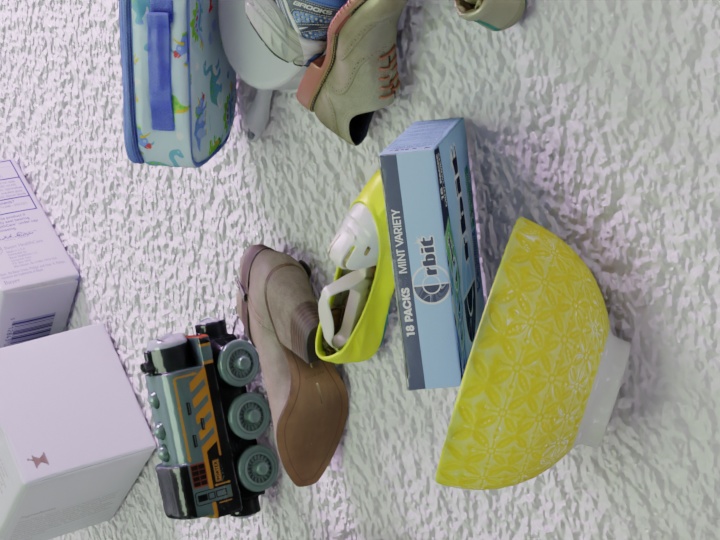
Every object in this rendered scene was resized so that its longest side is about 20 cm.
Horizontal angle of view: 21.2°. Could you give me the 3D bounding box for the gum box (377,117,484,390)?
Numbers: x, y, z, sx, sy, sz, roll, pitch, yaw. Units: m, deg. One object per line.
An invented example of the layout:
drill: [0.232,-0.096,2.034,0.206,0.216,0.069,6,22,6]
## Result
gum box: [0.057,-0.018,1.445,0.200,0.044,0.172,-47,-48,-76]

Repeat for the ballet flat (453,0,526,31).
ballet flat: [0.070,-0.273,1.426,0.069,0.069,0.202,-31,75,57]

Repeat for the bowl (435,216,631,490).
bowl: [0.133,0.073,1.389,0.107,0.201,0.202,18,126,6]

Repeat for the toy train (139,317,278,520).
toy train: [-0.151,0.150,1.885,0.085,0.113,0.202,-3,99,57]

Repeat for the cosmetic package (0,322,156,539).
cosmetic package: [-0.358,0.193,2.182,0.168,0.165,0.200,63,147,20]

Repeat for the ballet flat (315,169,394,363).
ballet flat: [0.000,0.000,1.634,0.067,0.066,0.201,48,138,39]

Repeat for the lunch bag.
lunch bag: [-0.166,-0.200,1.741,0.161,0.081,0.202,-64,-25,-68]

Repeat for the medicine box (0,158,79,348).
medicine box: [-0.433,0.004,2.292,0.201,0.102,0.183,57,143,30]

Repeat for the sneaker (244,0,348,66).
sneaker: [-0.077,-0.271,1.610,0.085,0.077,0.201,-44,80,28]

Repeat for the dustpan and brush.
dustpan and brush: [-0.085,-0.190,1.726,0.140,0.057,0.201,45,131,26]

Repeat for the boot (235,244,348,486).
boot: [-0.071,0.079,1.789,0.146,0.070,0.202,45,136,50]

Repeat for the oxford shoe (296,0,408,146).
oxford shoe: [0.013,-0.176,1.563,0.074,0.071,0.200,48,150,10]
